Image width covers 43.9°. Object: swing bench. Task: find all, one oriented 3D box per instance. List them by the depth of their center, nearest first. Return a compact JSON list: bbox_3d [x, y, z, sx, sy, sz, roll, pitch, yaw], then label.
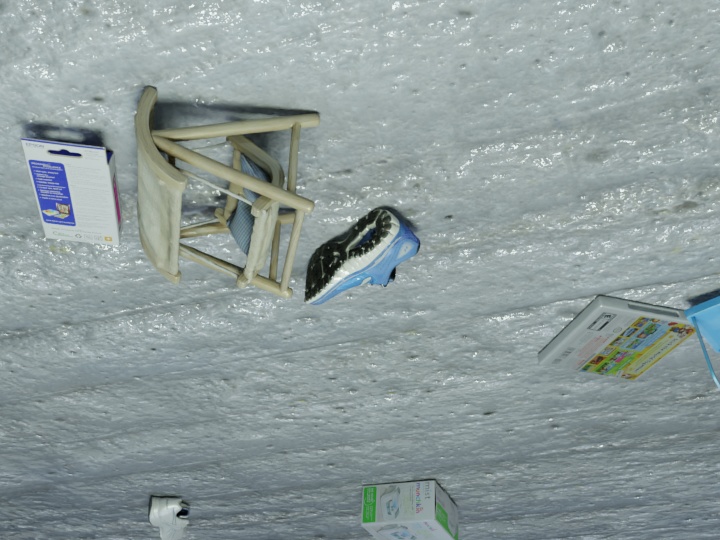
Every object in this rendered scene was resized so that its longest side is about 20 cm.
[{"bbox_3d":[-0.159,-0.079,1.007,0.198,0.131,0.199,7,148,-8],"label":"swing bench"}]

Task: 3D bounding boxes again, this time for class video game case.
[{"bbox_3d":[0.401,0.109,1.388,0.180,0.023,0.200,10,146,-14],"label":"video game case"}]

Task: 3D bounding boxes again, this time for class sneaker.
[{"bbox_3d":[0.000,0.000,1.175,0.089,0.079,0.199,28,139,-32],"label":"sneaker"},{"bbox_3d":[-0.444,0.598,2.137,0.086,0.075,0.201,-6,148,2],"label":"sneaker"}]

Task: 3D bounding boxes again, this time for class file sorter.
[{"bbox_3d":[0.587,0.095,1.248,0.199,0.123,0.139,-27,138,27],"label":"file sorter"}]

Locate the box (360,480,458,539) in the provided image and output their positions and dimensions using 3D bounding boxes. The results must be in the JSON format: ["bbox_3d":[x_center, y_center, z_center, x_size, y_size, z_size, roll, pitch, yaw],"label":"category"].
[{"bbox_3d":[0.116,0.557,2.034,0.175,0.097,0.200,-8,146,18],"label":"box"}]

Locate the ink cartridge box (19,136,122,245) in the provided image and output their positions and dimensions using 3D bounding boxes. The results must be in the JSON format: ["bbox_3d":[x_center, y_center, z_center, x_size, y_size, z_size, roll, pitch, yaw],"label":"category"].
[{"bbox_3d":[-0.340,-0.099,1.067,0.094,0.037,0.200,6,150,-6],"label":"ink cartridge box"}]
